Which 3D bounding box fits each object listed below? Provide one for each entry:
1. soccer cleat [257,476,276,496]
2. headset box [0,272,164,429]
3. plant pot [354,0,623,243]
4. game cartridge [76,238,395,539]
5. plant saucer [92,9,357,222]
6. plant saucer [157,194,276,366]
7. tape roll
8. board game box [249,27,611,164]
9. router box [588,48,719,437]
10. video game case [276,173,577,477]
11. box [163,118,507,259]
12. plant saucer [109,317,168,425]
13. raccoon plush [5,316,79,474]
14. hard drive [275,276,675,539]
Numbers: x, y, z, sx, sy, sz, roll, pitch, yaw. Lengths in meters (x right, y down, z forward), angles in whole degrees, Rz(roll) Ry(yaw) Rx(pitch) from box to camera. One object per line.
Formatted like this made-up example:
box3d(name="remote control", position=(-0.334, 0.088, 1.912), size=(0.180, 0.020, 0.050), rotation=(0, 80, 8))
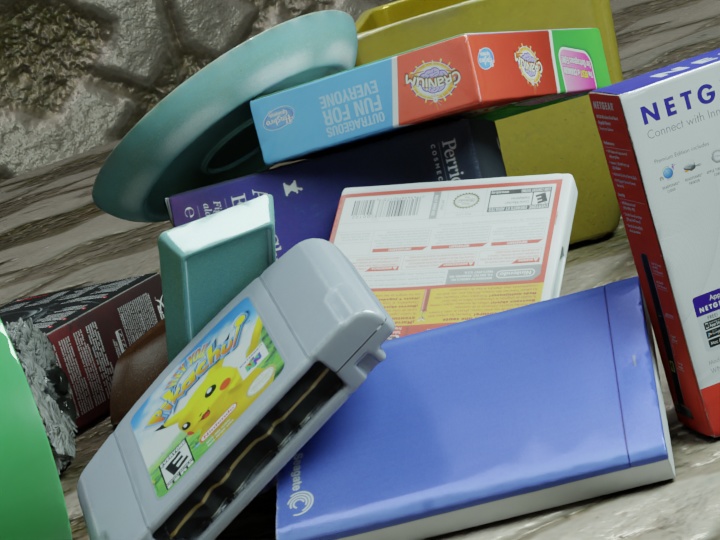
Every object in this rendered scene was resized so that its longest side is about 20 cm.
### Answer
box3d(name="soccer cleat", position=(-0.002, 0.081, 1.272), size=(0.198, 0.067, 0.076), rotation=(-18, 15, -18))
box3d(name="headset box", position=(-0.245, 0.075, 1.634), size=(0.148, 0.078, 0.200), rotation=(-11, 13, 33))
box3d(name="plant pot", position=(0.112, -0.116, 1.706), size=(0.194, 0.202, 0.194), rotation=(-15, 11, 8))
box3d(name="game cartridge", position=(-0.070, 0.074, 1.188), size=(0.200, 0.040, 0.133), rotation=(-47, 20, 4))
box3d(name="plant saucer", position=(-0.078, -0.089, 1.425), size=(0.199, 0.028, 0.200), rotation=(-34, -13, -9))
box3d(name="plant saucer", position=(-0.074, 0.047, 1.278), size=(0.069, 0.201, 0.019), rotation=(-21, 48, -21))
box3d(name="tape roll", position=(-0.211, 0.083, 1.203), size=(0.048, 0.202, 0.200), rotation=(-20, 11, -21))
box3d(name="board game box", position=(0.047, -0.109, 1.398), size=(0.152, 0.041, 0.200), rotation=(-14, 0, 30))
box3d(name="router box", position=(0.234, -0.034, 1.156), size=(0.198, 0.181, 0.049), rotation=(-19, 10, -11))
box3d(name="video game case", position=(0.038, 0.028, 1.251), size=(0.142, 0.018, 0.201), rotation=(-3, 48, 20))
box3d(name="box", position=(0.000, 0.000, 1.396), size=(0.198, 0.149, 0.104), rotation=(-15, -1, 13))
box3d(name="plant saucer", position=(-0.100, 0.033, 1.564), size=(0.200, 0.037, 0.200), rotation=(-35, 5, 3))
box3d(name="raccoon plush", position=(-0.268, 0.083, 1.435), size=(0.133, 0.098, 0.200), rotation=(-18, -27, 10))
box3d(name="hard drive", position=(0.054, 0.076, 1.156), size=(0.198, 0.025, 0.133), rotation=(-15, 38, 11))
